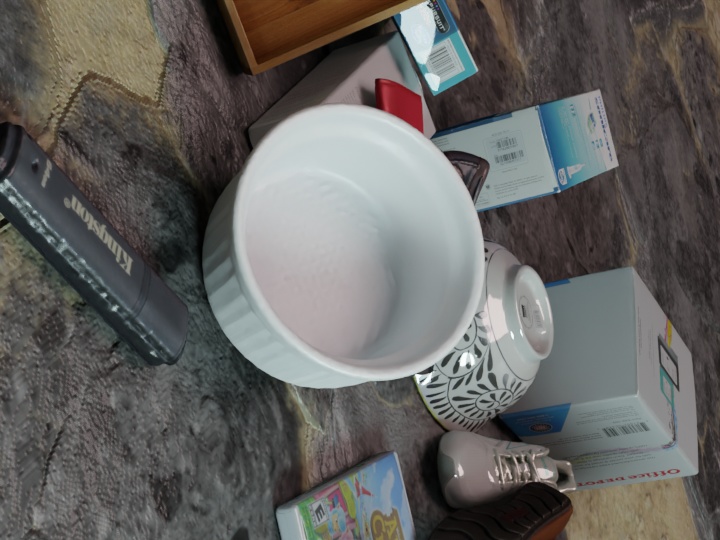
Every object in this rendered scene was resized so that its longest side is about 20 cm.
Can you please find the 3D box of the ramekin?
[{"bbox_3d":[-0.018,-0.011,1.127,0.199,0.098,0.202,9,71,-27],"label":"ramekin"}]

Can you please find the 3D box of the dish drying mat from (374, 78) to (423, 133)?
[{"bbox_3d":[0.035,-0.050,1.262,0.077,0.018,0.202,18,68,-65],"label":"dish drying mat"}]

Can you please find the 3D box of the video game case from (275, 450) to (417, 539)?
[{"bbox_3d":[0.006,0.258,1.218,0.182,0.022,0.202,-16,92,-63],"label":"video game case"}]

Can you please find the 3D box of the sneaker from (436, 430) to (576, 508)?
[{"bbox_3d":[0.134,0.182,1.435,0.200,0.080,0.071,16,66,-58],"label":"sneaker"}]

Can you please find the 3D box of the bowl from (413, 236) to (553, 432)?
[{"bbox_3d":[0.121,0.048,1.451,0.200,0.094,0.202,33,51,-53],"label":"bowl"}]

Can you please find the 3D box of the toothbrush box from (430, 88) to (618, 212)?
[{"bbox_3d":[0.150,-0.113,1.520,0.200,0.145,0.086,-21,97,-62],"label":"toothbrush box"}]

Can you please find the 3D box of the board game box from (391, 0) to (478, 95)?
[{"bbox_3d":[0.034,-0.264,1.380,0.152,0.047,0.200,60,6,-30],"label":"board game box"}]

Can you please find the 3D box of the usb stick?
[{"bbox_3d":[-0.172,-0.013,0.984,0.200,0.032,0.056,52,37,-39],"label":"usb stick"}]

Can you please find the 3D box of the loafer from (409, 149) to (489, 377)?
[{"bbox_3d":[0.073,-0.004,1.338,0.072,0.062,0.202,-130,-136,-72],"label":"loafer"}]

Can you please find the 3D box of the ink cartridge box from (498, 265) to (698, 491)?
[{"bbox_3d":[0.246,0.117,1.594,0.200,0.146,0.147,47,39,-49],"label":"ink cartridge box"}]

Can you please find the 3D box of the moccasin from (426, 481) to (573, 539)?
[{"bbox_3d":[0.112,0.239,1.333,0.201,0.073,0.078,-17,127,-60],"label":"moccasin"}]

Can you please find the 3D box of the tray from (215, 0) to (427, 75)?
[{"bbox_3d":[-0.017,-0.239,1.228,0.099,0.199,0.037,69,-12,-16],"label":"tray"}]

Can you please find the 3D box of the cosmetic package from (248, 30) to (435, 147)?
[{"bbox_3d":[-0.011,-0.117,1.296,0.102,0.074,0.200,68,26,-17],"label":"cosmetic package"}]
